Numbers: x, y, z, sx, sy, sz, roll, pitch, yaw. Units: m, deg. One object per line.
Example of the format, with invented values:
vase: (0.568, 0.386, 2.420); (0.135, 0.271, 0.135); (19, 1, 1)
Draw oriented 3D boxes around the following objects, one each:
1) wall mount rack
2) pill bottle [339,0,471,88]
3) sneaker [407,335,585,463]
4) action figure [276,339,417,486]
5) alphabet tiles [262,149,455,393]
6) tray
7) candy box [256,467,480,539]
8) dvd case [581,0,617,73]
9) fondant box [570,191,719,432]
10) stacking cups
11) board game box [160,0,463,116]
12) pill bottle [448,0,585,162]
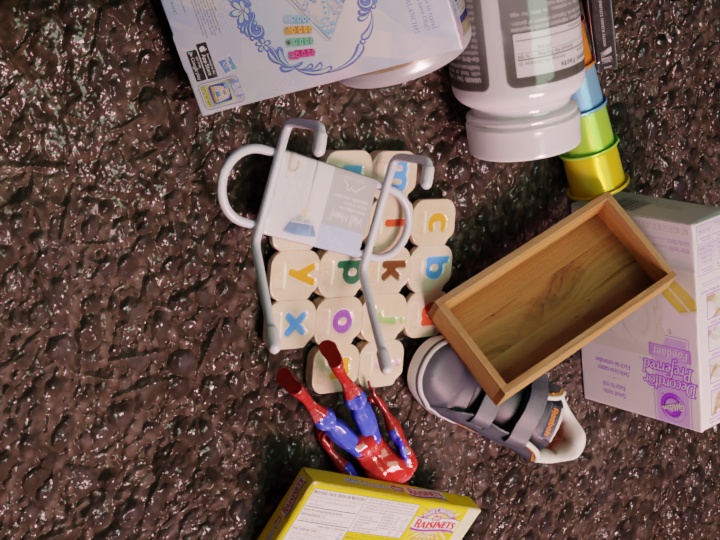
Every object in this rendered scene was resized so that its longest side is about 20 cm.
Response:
wall mount rack: (-0.021, -0.019, 1.147); (0.200, 0.074, 0.174); (14, 91, -40)
pill bottle: (0.005, -0.248, 1.111); (0.116, 0.116, 0.201); (-34, 120, -30)
sneaker: (0.128, 0.115, 1.312); (0.200, 0.079, 0.079); (28, 84, -43)
action figure: (-0.002, 0.133, 1.227); (0.065, 0.052, 0.200); (-36, 132, -5)
alphabet tiles: (0.000, 0.000, 1.228); (0.195, 0.015, 0.201); (-4, 102, -39)
tray: (0.167, 0.022, 1.287); (0.200, 0.037, 0.099); (-31, 75, -22)
candy box: (0.005, 0.223, 1.251); (0.200, 0.026, 0.102); (17, 109, -41)
dvd case: (0.184, -0.283, 1.217); (0.200, 0.022, 0.146); (69, 13, -51)
fondant box: (0.273, 0.035, 1.380); (0.058, 0.144, 0.201); (-21, 112, -36)
stacking cups: (0.187, -0.162, 1.325); (0.060, 0.060, 0.201); (-35, 117, -30)
board game box: (-0.048, -0.227, 1.037); (0.043, 0.198, 0.201); (-80, 155, -61)
pill bottle: (0.125, -0.199, 1.225); (0.114, 0.114, 0.201); (-22, 113, -35)
